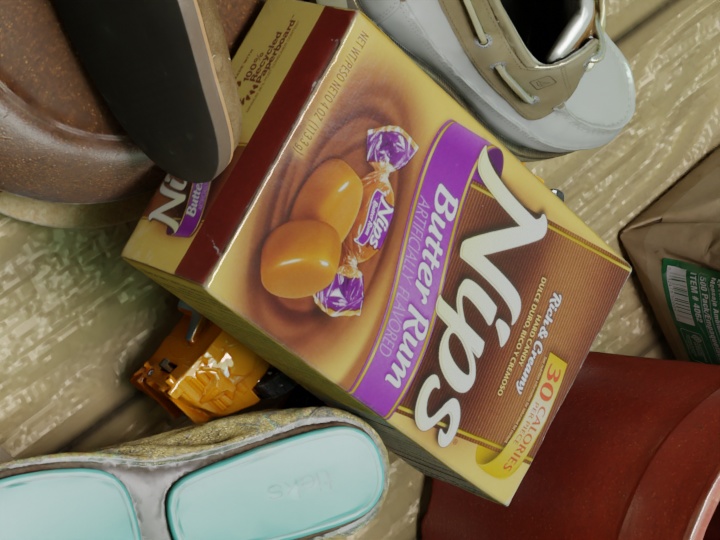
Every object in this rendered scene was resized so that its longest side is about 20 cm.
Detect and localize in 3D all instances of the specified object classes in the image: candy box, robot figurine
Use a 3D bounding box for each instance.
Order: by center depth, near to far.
[{"bbox_3d":[0.014,-0.003,0.826,0.200,0.056,0.117,38,76,-44],"label":"candy box"},{"bbox_3d":[0.000,0.000,0.897,0.200,0.058,0.145,-51,123,-17],"label":"robot figurine"}]

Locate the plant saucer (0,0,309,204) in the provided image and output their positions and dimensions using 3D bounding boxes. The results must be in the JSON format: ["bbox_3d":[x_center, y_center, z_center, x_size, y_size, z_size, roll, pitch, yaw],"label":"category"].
[{"bbox_3d":[-0.091,-0.122,0.768,0.200,0.034,0.200,-7,103,-35],"label":"plant saucer"}]

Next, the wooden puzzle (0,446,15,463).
[{"bbox_3d":[-0.156,0.185,0.822,0.200,0.046,0.185,-52,122,-18],"label":"wooden puzzle"}]

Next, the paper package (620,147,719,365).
[{"bbox_3d":[0.252,0.019,1.055,0.191,0.103,0.200,-39,118,-25],"label":"paper package"}]

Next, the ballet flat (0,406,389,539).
[{"bbox_3d":[-0.087,0.094,0.808,0.200,0.071,0.071,-12,105,-22],"label":"ballet flat"}]

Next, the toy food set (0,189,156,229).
[{"bbox_3d":[-0.097,-0.114,0.815,0.198,0.049,0.200,7,93,-36],"label":"toy food set"}]

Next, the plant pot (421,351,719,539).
[{"bbox_3d":[0.141,0.121,0.933,0.201,0.195,0.201,-7,102,-35],"label":"plant pot"}]

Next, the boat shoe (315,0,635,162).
[{"bbox_3d":[0.065,-0.095,0.854,0.200,0.068,0.075,17,64,-53],"label":"boat shoe"}]

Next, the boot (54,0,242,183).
[{"bbox_3d":[-0.070,-0.129,0.723,0.075,0.074,0.200,-32,113,-39],"label":"boot"}]
